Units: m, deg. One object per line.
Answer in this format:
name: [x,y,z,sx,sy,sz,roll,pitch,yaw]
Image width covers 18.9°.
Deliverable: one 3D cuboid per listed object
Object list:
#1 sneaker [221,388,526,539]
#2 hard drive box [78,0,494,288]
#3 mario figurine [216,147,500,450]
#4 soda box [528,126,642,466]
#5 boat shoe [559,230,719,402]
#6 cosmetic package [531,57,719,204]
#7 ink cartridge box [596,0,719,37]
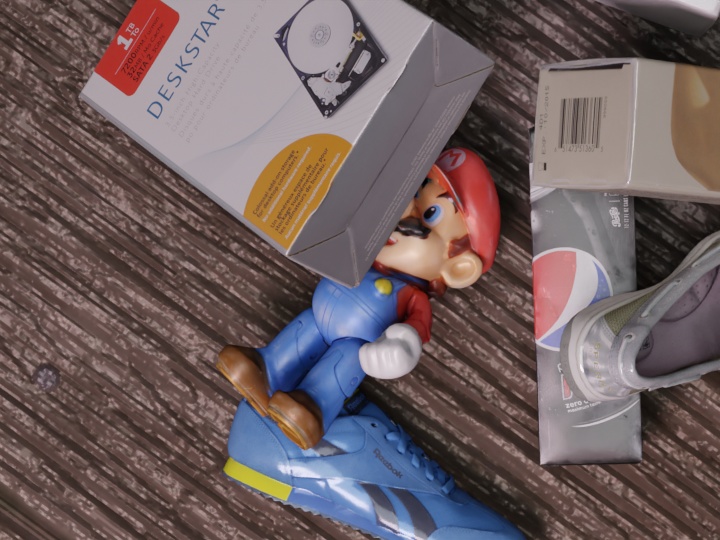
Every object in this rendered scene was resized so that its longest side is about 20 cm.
sneaker: [0.016,0.122,1.319,0.199,0.066,0.079,21,91,5]
hard drive box: [-0.046,-0.110,1.265,0.200,0.077,0.157,35,96,36]
mario figurine: [0.000,0.000,1.280,0.123,0.106,0.200,41,79,3]
soda box: [0.135,0.013,1.299,0.063,0.071,0.202,-2,92,6]
boat shoe: [0.206,0.024,1.254,0.201,0.065,0.075,-20,101,-32]
cosmetic package: [0.207,-0.074,1.229,0.199,0.105,0.072,4,90,-29]
ink cartridge box: [0.168,-0.258,1.247,0.146,0.146,0.202,20,93,4]
